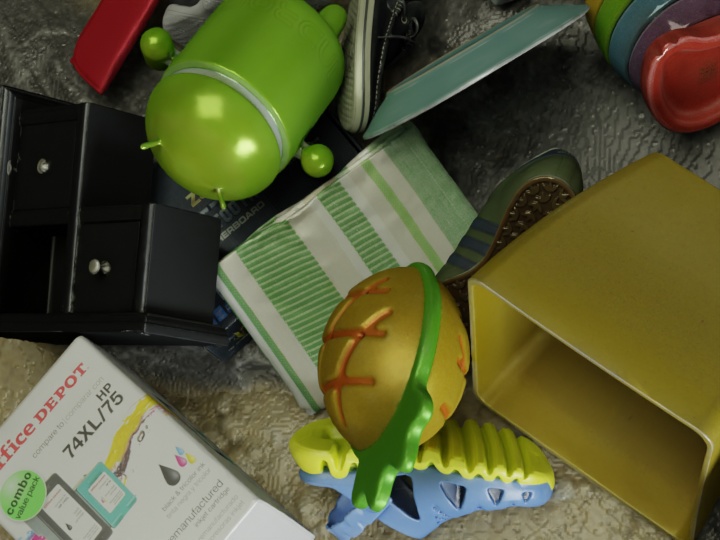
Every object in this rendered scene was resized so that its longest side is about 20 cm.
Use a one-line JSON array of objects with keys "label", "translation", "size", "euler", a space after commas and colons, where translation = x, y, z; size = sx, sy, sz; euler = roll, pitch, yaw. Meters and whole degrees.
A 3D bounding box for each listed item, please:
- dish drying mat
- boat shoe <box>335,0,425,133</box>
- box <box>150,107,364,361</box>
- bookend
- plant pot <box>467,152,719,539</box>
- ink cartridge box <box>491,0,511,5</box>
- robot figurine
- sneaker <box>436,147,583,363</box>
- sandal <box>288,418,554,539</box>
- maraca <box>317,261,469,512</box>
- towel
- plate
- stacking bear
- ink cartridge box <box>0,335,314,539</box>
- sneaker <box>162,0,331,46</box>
[{"label": "dish drying mat", "translation": [-0.183, -0.248, 1.663], "size": [0.201, 0.018, 0.077], "euler": [-57, 38, 9]}, {"label": "boat shoe", "translation": [0.020, -0.198, 1.587], "size": [0.062, 0.075, 0.201], "euler": [15, 59, -9]}, {"label": "box", "translation": [-0.088, -0.051, 1.592], "size": [0.200, 0.051, 0.158], "euler": [-40, 65, 1]}, {"label": "bookend", "translation": [-0.195, -0.044, 1.528], "size": [0.199, 0.092, 0.201], "euler": [0, 82, 40]}, {"label": "plant pot", "translation": [0.208, 0.040, 1.402], "size": [0.199, 0.200, 0.177], "euler": [34, 69, 20]}, {"label": "ink cartridge box", "translation": [0.095, -0.333, 1.553], "size": [0.057, 0.200, 0.163], "euler": [-25, 65, -14]}, {"label": "robot figurine", "translation": [-0.088, -0.137, 1.510], "size": [0.175, 0.116, 0.201], "euler": [35, 55, -3]}, {"label": "sneaker", "translation": [0.107, -0.012, 1.489], "size": [0.067, 0.090, 0.201], "euler": [34, 123, -4]}, {"label": "sandal", "translation": [0.046, 0.161, 1.478], "size": [0.198, 0.080, 0.088], "euler": [2, 110, 10]}, {"label": "maraca", "translation": [0.023, 0.080, 1.407], "size": [0.106, 0.138, 0.201], "euler": [17, 41, -14]}, {"label": "towel", "translation": [0.000, 0.000, 1.531], "size": [0.199, 0.023, 0.153], "euler": [-36, 95, 0]}, {"label": "plate", "translation": [0.083, -0.160, 1.504], "size": [0.199, 0.200, 0.026], "euler": [-30, 97, 5]}, {"label": "stacking bear", "translation": [0.221, -0.212, 1.525], "size": [0.121, 0.114, 0.201], "euler": [-22, 54, -15]}, {"label": "ink cartridge box", "translation": [-0.168, 0.180, 1.486], "size": [0.200, 0.146, 0.147], "euler": [39, 85, 24]}, {"label": "sneaker", "translation": [-0.083, -0.266, 1.627], "size": [0.199, 0.075, 0.115], "euler": [-20, 56, 34]}]
